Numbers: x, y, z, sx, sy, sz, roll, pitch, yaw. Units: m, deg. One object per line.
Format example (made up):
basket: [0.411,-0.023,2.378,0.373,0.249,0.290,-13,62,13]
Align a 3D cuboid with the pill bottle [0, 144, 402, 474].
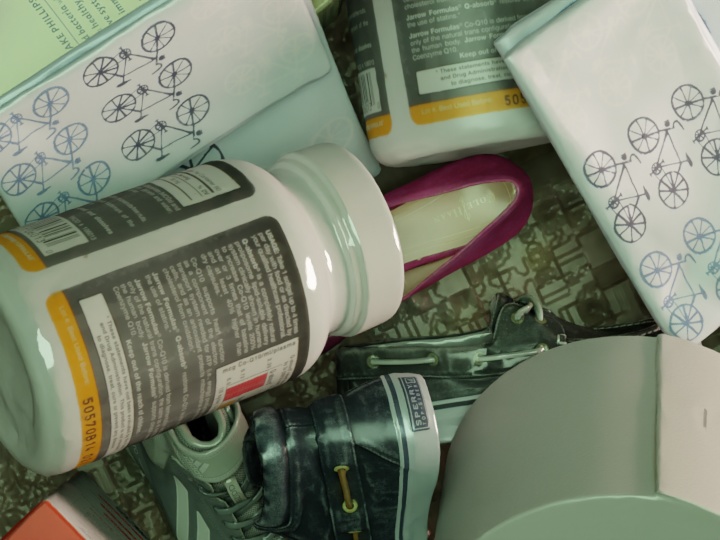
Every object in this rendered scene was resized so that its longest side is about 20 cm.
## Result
pill bottle: [-0.087,0.013,1.148,0.199,0.116,0.117,-20,89,-25]

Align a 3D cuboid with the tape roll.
tape roll: [0.135,0.152,1.184,0.202,0.139,0.204,4,121,6]

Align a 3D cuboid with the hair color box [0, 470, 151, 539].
hair color box: [-0.134,0.161,1.187,0.061,0.200,0.102,-45,90,-1]

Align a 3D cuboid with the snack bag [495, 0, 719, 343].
snack bag: [0.192,-0.089,1.204,0.200,0.021,0.189,-35,104,-12]

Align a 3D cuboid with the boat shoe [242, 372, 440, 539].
boat shoe: [-0.014,0.118,1.201,0.090,0.201,0.071,-8,56,-8]

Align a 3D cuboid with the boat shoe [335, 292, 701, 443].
boat shoe: [0.081,0.047,1.258,0.199,0.072,0.071,-13,93,0]

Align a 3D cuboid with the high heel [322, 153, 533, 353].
high heel: [0.000,0.000,1.245,0.199,0.096,0.068,-23,90,-2]

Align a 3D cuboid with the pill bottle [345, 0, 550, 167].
pill bottle: [0.046,-0.161,1.239,0.116,0.116,0.201,-9,89,-2]

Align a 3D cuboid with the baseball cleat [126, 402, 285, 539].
baseball cleat: [-0.070,0.122,1.236,0.070,0.106,0.200,-39,93,-16]

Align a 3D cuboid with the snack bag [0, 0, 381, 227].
snack bag: [-0.089,-0.059,1.200,0.188,0.200,0.021,-34,52,-8]

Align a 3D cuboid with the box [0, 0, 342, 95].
box: [-0.139,-0.149,1.245,0.200,0.097,0.176,-38,90,-3]
